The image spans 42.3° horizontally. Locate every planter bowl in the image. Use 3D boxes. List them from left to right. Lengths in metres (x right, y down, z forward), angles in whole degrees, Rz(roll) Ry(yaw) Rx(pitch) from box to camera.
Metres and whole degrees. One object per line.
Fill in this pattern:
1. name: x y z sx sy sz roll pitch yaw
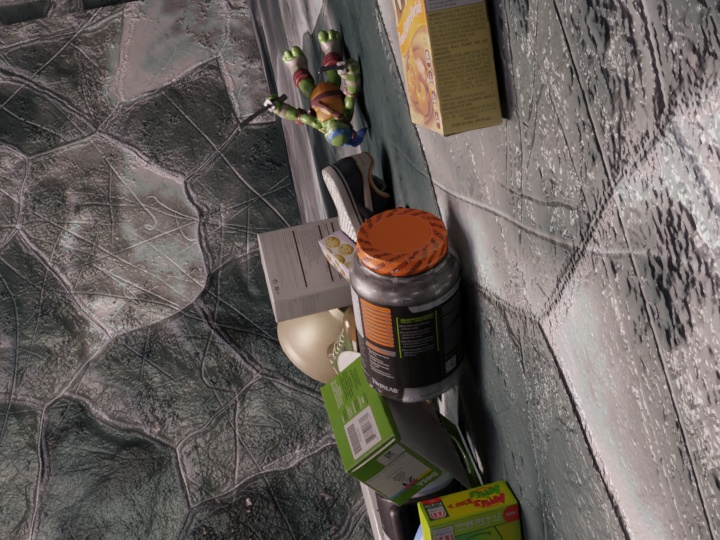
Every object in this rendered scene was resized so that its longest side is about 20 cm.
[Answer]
1. planter bowl: -0.029 0.084 1.631 0.135 0.200 0.200 -58 38 41

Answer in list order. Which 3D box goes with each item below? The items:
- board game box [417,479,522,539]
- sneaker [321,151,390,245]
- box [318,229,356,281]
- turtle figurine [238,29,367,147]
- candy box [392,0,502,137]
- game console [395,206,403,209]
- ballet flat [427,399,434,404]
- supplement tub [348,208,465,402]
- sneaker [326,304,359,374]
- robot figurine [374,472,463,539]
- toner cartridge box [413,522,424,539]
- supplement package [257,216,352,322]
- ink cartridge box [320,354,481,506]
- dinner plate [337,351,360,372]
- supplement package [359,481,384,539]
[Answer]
1. board game box: 0.131 0.341 1.038 0.048 0.101 0.200 -122 20 -67
2. sneaker: 0.008 -0.088 1.372 0.078 0.079 0.200 48 164 38
3. box: 0.000 0.000 1.346 0.200 0.041 0.039 44 162 54
4. turtle figurine: -0.073 -0.291 1.405 0.144 0.200 0.194 -50 38 37
5. candy box: 0.062 -0.217 0.756 0.115 0.055 0.200 -125 23 -73
6. game console: 0.079 0.028 1.228 0.200 0.031 0.177 -111 5 -55
7. ballet flat: 0.067 0.103 1.359 0.067 0.046 0.200 91 165 -67
8. supplement tub: 0.053 0.039 1.032 0.123 0.122 0.200 -111 11 -51
9. sneaker: -0.019 0.132 1.508 0.067 0.090 0.200 -58 -34 -38
10. robot figurine: 0.089 0.333 1.299 0.150 0.125 0.200 -150 47 -75
11. toner cartridge box: 0.085 0.384 1.098 0.043 0.095 0.200 18 84 52
12. supplement package: -0.055 -0.008 1.506 0.121 0.200 0.120 99 157 -70
13. ink cartridge box: 0.056 0.214 1.134 0.200 0.076 0.148 41 -164 -34
14. dinner plate: 0.036 0.202 1.425 0.200 0.024 0.200 35 153 21
15. supplement package: 0.070 0.394 1.578 0.117 0.117 0.200 90 166 -58
